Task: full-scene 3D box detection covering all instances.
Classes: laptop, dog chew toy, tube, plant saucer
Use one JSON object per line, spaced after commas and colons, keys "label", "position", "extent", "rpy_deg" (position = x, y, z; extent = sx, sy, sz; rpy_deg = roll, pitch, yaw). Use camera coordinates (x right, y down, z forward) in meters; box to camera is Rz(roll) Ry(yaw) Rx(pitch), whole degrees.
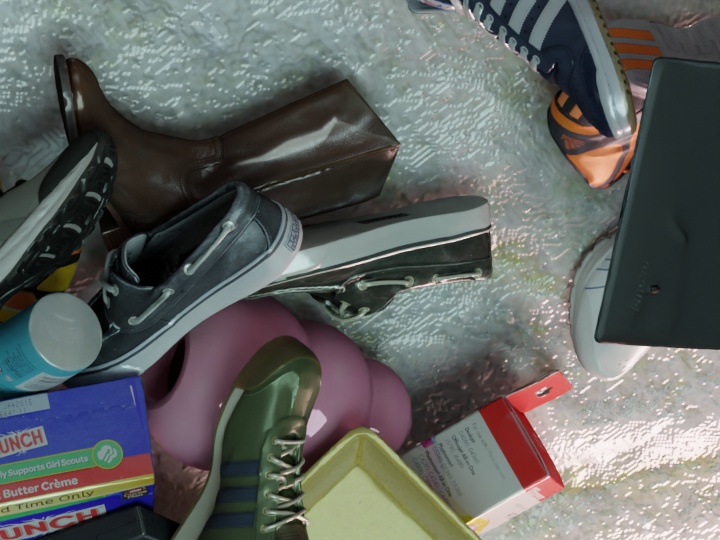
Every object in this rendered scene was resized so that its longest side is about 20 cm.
{"label": "laptop", "position": [0.244, -0.052, 1.463], "extent": [0.116, 0.200, 0.188], "rpy_deg": [15, 109, 14]}
{"label": "dog chew toy", "position": [-0.050, 0.084, 1.521], "extent": [0.200, 0.125, 0.125], "rpy_deg": [18, 115, -33]}
{"label": "tube", "position": [-0.235, 0.069, 1.452], "extent": [0.077, 0.050, 0.200], "rpy_deg": [29, 146, -25]}
{"label": "plant saucer", "position": [-0.003, 0.229, 1.515], "extent": [0.200, 0.048, 0.200], "rpy_deg": [-43, 101, 7]}

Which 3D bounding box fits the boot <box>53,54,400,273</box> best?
{"label": "boot", "position": [-0.082, -0.091, 1.431], "extent": [0.200, 0.064, 0.187], "rpy_deg": [-17, 138, -1]}

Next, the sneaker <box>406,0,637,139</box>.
{"label": "sneaker", "position": [0.089, -0.155, 1.388], "extent": [0.108, 0.200, 0.070], "rpy_deg": [-25, 168, 5]}

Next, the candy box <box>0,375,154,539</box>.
{"label": "candy box", "position": [-0.221, 0.149, 1.480], "extent": [0.169, 0.077, 0.200], "rpy_deg": [-9, 156, -10]}

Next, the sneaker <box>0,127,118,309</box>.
{"label": "sneaker", "position": [-0.227, -0.016, 1.356], "extent": [0.200, 0.074, 0.079], "rpy_deg": [-44, 78, 3]}

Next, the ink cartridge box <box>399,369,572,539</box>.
{"label": "ink cartridge box", "position": [0.073, 0.150, 1.592], "extent": [0.200, 0.067, 0.116], "rpy_deg": [-30, 167, 5]}

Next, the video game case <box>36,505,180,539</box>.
{"label": "video game case", "position": [-0.196, 0.216, 1.519], "extent": [0.200, 0.026, 0.181], "rpy_deg": [-21, 157, 14]}

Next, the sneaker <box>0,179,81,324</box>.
{"label": "sneaker", "position": [-0.267, -0.032, 1.419], "extent": [0.200, 0.070, 0.090], "rpy_deg": [20, 107, -30]}

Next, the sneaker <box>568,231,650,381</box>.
{"label": "sneaker", "position": [0.209, -0.002, 1.557], "extent": [0.074, 0.087, 0.200], "rpy_deg": [16, 117, -25]}

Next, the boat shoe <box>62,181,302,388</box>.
{"label": "boat shoe", "position": [-0.131, 0.008, 1.416], "extent": [0.200, 0.072, 0.068], "rpy_deg": [-30, 133, 28]}

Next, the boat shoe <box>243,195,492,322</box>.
{"label": "boat shoe", "position": [0.000, 0.000, 1.484], "extent": [0.200, 0.071, 0.064], "rpy_deg": [-12, 103, -22]}

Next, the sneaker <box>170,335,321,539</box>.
{"label": "sneaker", "position": [-0.056, 0.148, 1.414], "extent": [0.067, 0.090, 0.200], "rpy_deg": [5, 116, -48]}

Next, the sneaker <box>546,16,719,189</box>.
{"label": "sneaker", "position": [0.204, -0.108, 1.505], "extent": [0.200, 0.078, 0.112], "rpy_deg": [6, 141, -33]}
